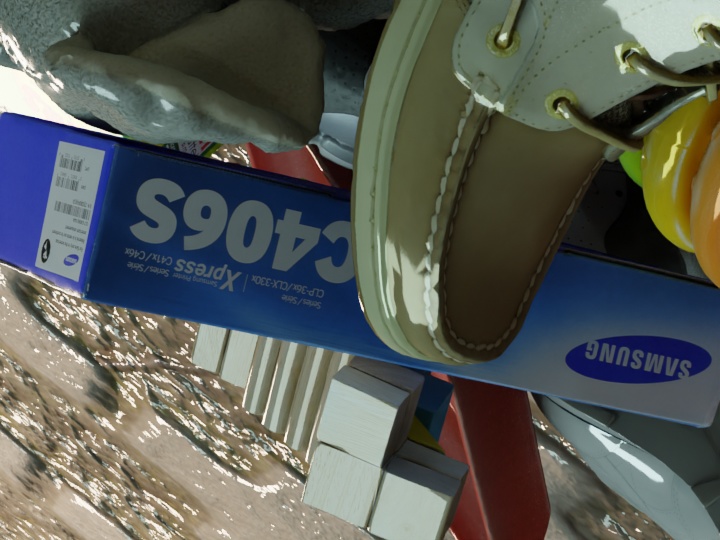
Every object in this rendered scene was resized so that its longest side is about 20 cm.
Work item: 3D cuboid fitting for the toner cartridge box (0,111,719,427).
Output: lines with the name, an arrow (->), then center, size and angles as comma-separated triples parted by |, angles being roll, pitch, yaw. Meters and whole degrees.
toner cartridge box -> 0.000, 0.000, 0.748 | 0.199, 0.043, 0.095 | 12, -176, -27

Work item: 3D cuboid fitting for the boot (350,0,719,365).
boot -> 0.090, -0.051, 0.629 | 0.154, 0.201, 0.072 | 25, -172, 33

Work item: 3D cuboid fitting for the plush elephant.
plush elephant -> -0.042, -0.103, 0.710 | 0.165, 0.154, 0.201 | 11, 118, 57

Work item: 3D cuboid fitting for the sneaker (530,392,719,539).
sneaker -> 0.139, 0.078, 0.943 | 0.200, 0.076, 0.081 | 44, 164, 24

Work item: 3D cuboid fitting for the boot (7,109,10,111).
boot -> -0.146, -0.119, 1.032 | 0.154, 0.072, 0.200 | 35, 150, 16

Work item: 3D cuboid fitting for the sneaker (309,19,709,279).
sneaker -> 0.054, -0.056, 0.843 | 0.200, 0.075, 0.115 | 36, 156, -12

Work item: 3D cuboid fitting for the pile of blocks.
pile of blocks -> -0.012, 0.010, 0.868 | 0.200, 0.082, 0.062 | 45, 129, 43

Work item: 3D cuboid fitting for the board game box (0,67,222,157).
board game box -> -0.133, -0.113, 0.880 | 0.200, 0.048, 0.102 | 35, 157, 24

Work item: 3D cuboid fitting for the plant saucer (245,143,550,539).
plant saucer -> 0.012, 0.005, 0.990 | 0.200, 0.037, 0.200 | 56, 169, 34

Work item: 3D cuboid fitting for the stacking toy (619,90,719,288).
stacking toy -> 0.101, -0.052, 0.734 | 0.200, 0.110, 0.116 | 43, 180, 35
